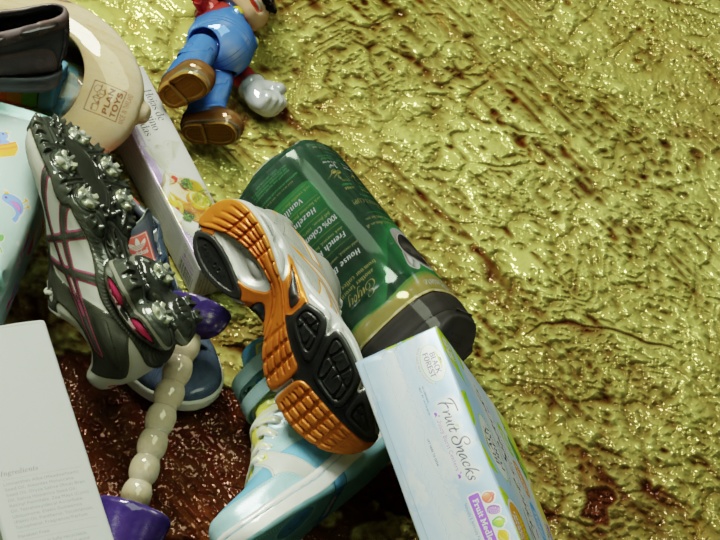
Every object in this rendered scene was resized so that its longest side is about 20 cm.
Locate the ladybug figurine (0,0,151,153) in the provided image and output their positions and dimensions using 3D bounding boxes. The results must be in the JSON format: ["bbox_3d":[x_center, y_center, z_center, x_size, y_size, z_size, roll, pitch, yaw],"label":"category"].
[{"bbox_3d":[-0.254,-0.143,1.413,0.199,0.072,0.136,20,82,8],"label":"ladybug figurine"}]

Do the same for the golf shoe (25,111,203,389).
[{"bbox_3d":[-0.192,-0.015,1.260,0.077,0.088,0.201,4,53,-59],"label":"golf shoe"}]

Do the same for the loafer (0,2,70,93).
[{"bbox_3d":[-0.297,-0.166,1.298,0.199,0.063,0.072,-3,41,-39],"label":"loafer"}]

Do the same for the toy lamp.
[{"bbox_3d":[-0.140,0.115,1.264,0.058,0.058,0.201,18,71,-6],"label":"toy lamp"}]

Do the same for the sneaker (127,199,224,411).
[{"bbox_3d":[-0.162,0.009,1.343,0.075,0.085,0.200,-24,66,-32],"label":"sneaker"}]

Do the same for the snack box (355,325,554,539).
[{"bbox_3d":[0.078,0.155,1.247,0.067,0.200,0.169,-25,61,8],"label":"snack box"}]

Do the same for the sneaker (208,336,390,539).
[{"bbox_3d":[-0.065,0.120,1.301,0.131,0.080,0.200,44,44,13],"label":"sneaker"}]

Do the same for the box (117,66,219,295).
[{"bbox_3d":[-0.151,-0.071,1.435,0.039,0.042,0.201,-15,60,-28],"label":"box"}]

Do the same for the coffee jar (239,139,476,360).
[{"bbox_3d":[0.000,0.000,1.394,0.200,0.085,0.104,51,11,20],"label":"coffee jar"}]

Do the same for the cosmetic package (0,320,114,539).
[{"bbox_3d":[-0.222,0.145,1.211,0.071,0.102,0.201,-9,59,-25],"label":"cosmetic package"}]

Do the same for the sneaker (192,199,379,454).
[{"bbox_3d":[-0.033,0.034,1.291,0.092,0.076,0.201,-6,64,-60],"label":"sneaker"}]

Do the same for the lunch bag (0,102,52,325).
[{"bbox_3d":[-0.328,-0.049,1.303,0.199,0.122,0.171,19,45,-4],"label":"lunch bag"}]

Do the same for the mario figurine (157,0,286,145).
[{"bbox_3d":[-0.098,-0.202,1.500,0.105,0.124,0.201,14,51,-3],"label":"mario figurine"}]
